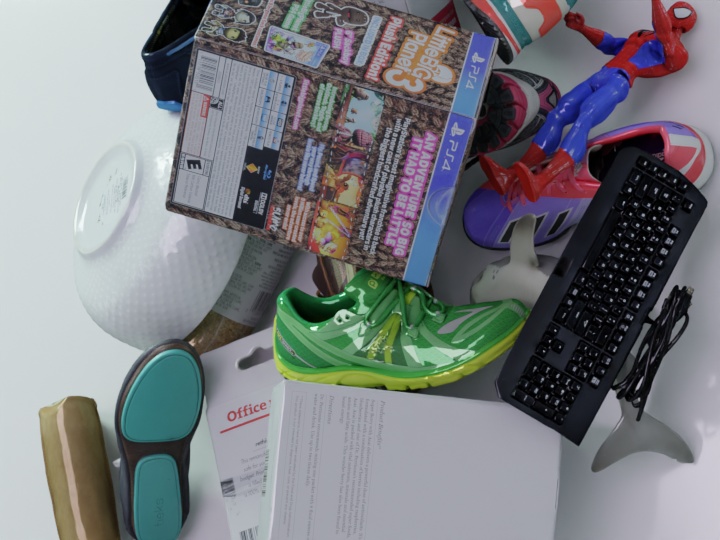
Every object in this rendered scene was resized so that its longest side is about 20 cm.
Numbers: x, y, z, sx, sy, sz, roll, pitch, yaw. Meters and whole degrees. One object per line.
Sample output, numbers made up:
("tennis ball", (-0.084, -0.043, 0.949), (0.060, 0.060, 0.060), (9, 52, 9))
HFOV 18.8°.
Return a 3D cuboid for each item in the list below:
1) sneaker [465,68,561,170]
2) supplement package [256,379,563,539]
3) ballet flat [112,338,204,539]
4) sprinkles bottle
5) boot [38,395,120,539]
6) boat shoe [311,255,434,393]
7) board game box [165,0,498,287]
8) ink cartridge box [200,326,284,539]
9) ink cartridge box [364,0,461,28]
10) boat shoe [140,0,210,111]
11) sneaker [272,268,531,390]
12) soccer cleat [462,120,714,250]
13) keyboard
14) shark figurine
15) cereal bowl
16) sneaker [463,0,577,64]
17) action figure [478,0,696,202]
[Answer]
("sneaker", (0.063, -0.109, 1.645), (0.199, 0.074, 0.081), (-2, 96, 45))
("supplement package", (0.033, 0.149, 1.537), (0.198, 0.120, 0.122), (7, 83, -5))
("ballet flat", (-0.161, 0.123, 1.701), (0.073, 0.073, 0.201), (30, 130, 30))
("sprinkles bottle", (-0.088, -0.016, 1.716), (0.068, 0.068, 0.201), (30, 97, 30))
("boot", (-0.217, 0.196, 1.706), (0.066, 0.175, 0.202), (-8, 76, -11))
("boat shoe", (0.000, 0.000, 1.658), (0.072, 0.072, 0.201), (-11, 99, 60))
("board game box", (-0.022, -0.102, 1.525), (0.199, 0.097, 0.160), (17, 133, 1))
("ink cartridge box", (-0.045, 0.147, 1.663), (0.115, 0.068, 0.201), (-20, 72, 25))
("ink cartridge box", (-0.023, -0.227, 1.582), (0.144, 0.083, 0.201), (-6, 111, 30))
("boat shoe", (-0.112, -0.215, 1.718), (0.084, 0.069, 0.201), (-3, 47, 25))
("sneaker", (0.024, 0.038, 1.563), (0.199, 0.074, 0.084), (-5, 108, 21))
("soccer cleat", (0.154, -0.066, 1.581), (0.199, 0.073, 0.069), (-16, 74, 27))
("keyboard", (0.180, 0.021, 1.488), (0.104, 0.040, 0.201), (30, 82, -9))
("shark figurine", (0.169, 0.036, 1.558), (0.215, 0.089, 0.129), (49, 140, 35))
("cereal bowl", (-0.168, -0.043, 1.711), (0.200, 0.083, 0.201), (-37, 41, 41))
("sneaker", (0.116, -0.222, 1.601), (0.093, 0.070, 0.200), (-32, 26, 7))
("action figure", (0.162, -0.147, 1.543), (0.200, 0.099, 0.065), (-39, 30, -22))
